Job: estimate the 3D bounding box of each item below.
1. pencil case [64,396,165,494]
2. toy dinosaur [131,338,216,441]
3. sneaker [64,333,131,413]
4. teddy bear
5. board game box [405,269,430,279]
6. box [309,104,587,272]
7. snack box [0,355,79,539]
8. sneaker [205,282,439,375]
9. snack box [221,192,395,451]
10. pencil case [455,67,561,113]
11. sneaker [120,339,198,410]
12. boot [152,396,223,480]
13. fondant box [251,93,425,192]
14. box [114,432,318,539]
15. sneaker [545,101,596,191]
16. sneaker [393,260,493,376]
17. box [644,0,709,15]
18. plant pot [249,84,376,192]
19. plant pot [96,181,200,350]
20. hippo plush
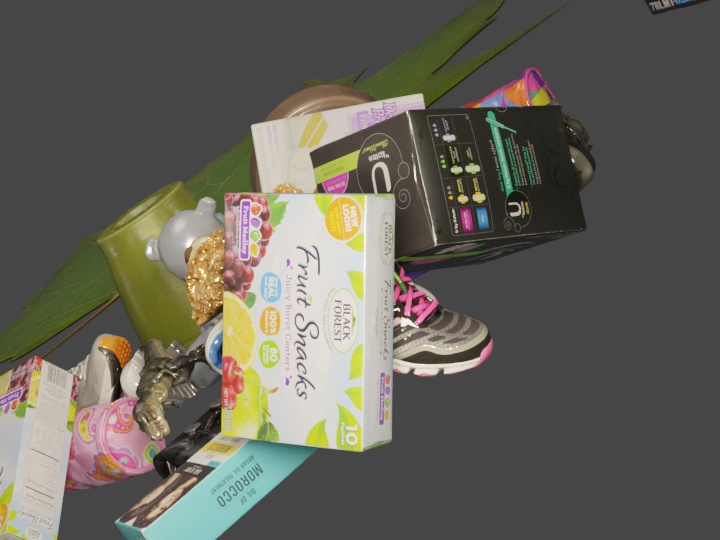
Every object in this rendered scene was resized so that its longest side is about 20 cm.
[{"bbox_3d":[-0.291,0.191,1.648,0.199,0.088,0.087,-22,17,48],"label":"pencil case"},{"bbox_3d":[-0.186,0.098,1.541,0.087,0.048,0.200,-20,22,1],"label":"toy dinosaur"},{"bbox_3d":[-0.311,0.135,1.706,0.201,0.091,0.076,111,175,-48],"label":"sneaker"},{"bbox_3d":[-0.093,-0.025,1.423,0.199,0.067,0.145,-36,-6,-28],"label":"teddy bear"},{"bbox_3d":[0.000,0.000,1.547,0.133,0.045,0.200,-17,4,30],"label":"board game box"},{"bbox_3d":[0.080,-0.072,1.410,0.199,0.126,0.148,-7,-7,-40],"label":"box"},{"bbox_3d":[-0.376,0.213,1.604,0.168,0.067,0.202,-28,47,36],"label":"snack box"},{"bbox_3d":[-0.041,0.063,1.378,0.198,0.081,0.146,-2,15,26],"label":"sneaker"},{"bbox_3d":[-0.043,0.038,1.254,0.141,0.202,0.053,2,3,31],"label":"snack box"},{"bbox_3d":[0.146,-0.170,1.862,0.199,0.089,0.088,-23,17,35],"label":"pencil case"},{"bbox_3d":[-0.228,0.132,1.698,0.080,0.077,0.200,-40,-7,6],"label":"sneaker"},{"bbox_3d":[-0.124,0.137,1.494,0.200,0.066,0.164,-48,16,-31],"label":"boot"},{"bbox_3d":[-0.014,-0.107,1.729,0.198,0.146,0.058,-10,-9,-2],"label":"fondant box"},{"bbox_3d":[-0.113,0.176,1.339,0.200,0.049,0.082,-40,14,-22],"label":"box"},{"bbox_3d":[0.201,-0.127,1.584,0.114,0.076,0.199,-44,10,-13],"label":"sneaker"},{"bbox_3d":[0.020,0.022,1.294,0.198,0.088,0.074,20,32,21],"label":"sneaker"},{"bbox_3d":[0.480,-0.408,1.964,0.199,0.050,0.198,-39,13,-14],"label":"box"},{"bbox_3d":[-0.021,-0.102,1.859,0.199,0.201,0.175,-34,30,-1],"label":"plant pot"},{"bbox_3d":[-0.219,0.003,1.894,0.199,0.194,0.201,-32,14,9],"label":"plant pot"},{"bbox_3d":[-0.169,0.021,1.683,0.159,0.161,0.200,-44,-8,13],"label":"hippo plush"}]
